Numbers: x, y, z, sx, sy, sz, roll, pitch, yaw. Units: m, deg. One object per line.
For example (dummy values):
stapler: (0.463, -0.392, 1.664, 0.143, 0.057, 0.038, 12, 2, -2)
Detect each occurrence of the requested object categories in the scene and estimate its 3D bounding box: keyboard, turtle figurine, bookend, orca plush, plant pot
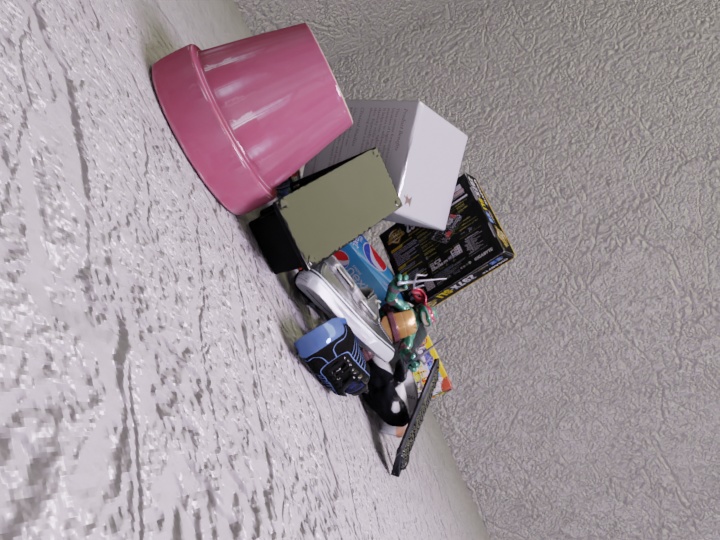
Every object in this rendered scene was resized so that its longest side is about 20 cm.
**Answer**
keyboard: (0.093, 0.252, 0.921, 0.127, 0.021, 0.200, 96, 19, -43)
turtle figurine: (0.054, 0.090, 0.881, 0.101, 0.199, 0.150, 100, -30, -82)
bookend: (-0.083, -0.071, 0.772, 0.200, 0.199, 0.092, -11, -70, 47)
orca plush: (0.016, 0.166, 0.925, 0.071, 0.105, 0.201, 5, 65, -46)
plant pot: (-0.115, -0.194, 0.666, 0.201, 0.179, 0.200, 63, 3, -6)

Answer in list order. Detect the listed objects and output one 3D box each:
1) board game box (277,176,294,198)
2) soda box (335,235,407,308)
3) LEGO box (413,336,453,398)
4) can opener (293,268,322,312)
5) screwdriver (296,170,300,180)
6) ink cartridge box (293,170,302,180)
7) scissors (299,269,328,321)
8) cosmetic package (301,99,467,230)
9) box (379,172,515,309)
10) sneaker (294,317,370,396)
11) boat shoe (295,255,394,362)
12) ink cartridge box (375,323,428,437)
board game box: (-0.182, -0.234, 0.882, 0.200, 0.061, 0.201, 60, 7, -67)
soda box: (0.000, 0.000, 0.979, 0.200, 0.068, 0.064, 51, 29, -2)
LEGO box: (0.087, 0.188, 1.180, 0.201, 0.149, 0.077, 65, 3, 19)
can opener: (-0.051, 0.043, 0.884, 0.079, 0.063, 0.200, 43, -8, 25)
screwdriver: (-0.091, -0.085, 0.941, 0.029, 0.028, 0.201, -171, -112, -70)
ink cartridge box: (-0.152, -0.212, 1.056, 0.200, 0.050, 0.109, 80, -14, -65)
scissors: (-0.084, 0.028, 0.933, 0.073, 0.014, 0.201, 61, 5, -73)
cosmetic package: (0.037, -0.172, 0.912, 0.166, 0.199, 0.168, 12, 92, -54)
box: (0.141, -0.043, 0.950, 0.049, 0.200, 0.160, 15, 47, -49)
sneaker: (-0.024, 0.115, 0.696, 0.078, 0.070, 0.200, 58, 0, 17)
boat shoe: (-0.003, 0.053, 0.776, 0.072, 0.071, 0.200, 19, -25, 54)
ink cartridge box: (0.080, 0.171, 1.004, 0.050, 0.201, 0.162, 22, 16, -13)
